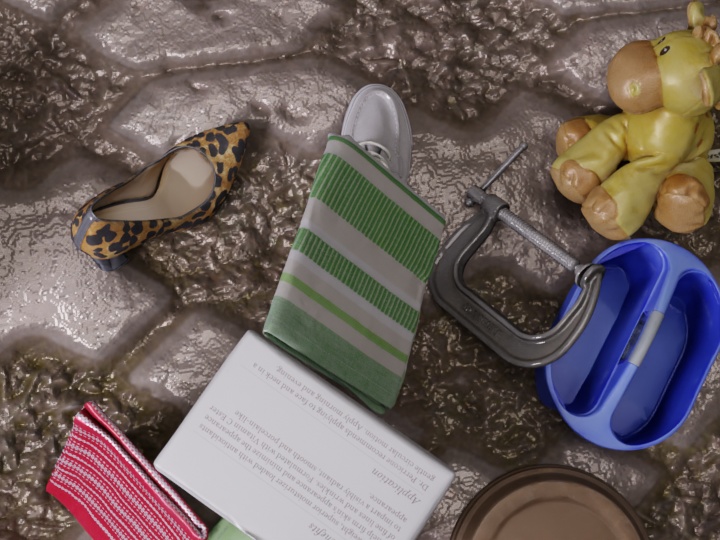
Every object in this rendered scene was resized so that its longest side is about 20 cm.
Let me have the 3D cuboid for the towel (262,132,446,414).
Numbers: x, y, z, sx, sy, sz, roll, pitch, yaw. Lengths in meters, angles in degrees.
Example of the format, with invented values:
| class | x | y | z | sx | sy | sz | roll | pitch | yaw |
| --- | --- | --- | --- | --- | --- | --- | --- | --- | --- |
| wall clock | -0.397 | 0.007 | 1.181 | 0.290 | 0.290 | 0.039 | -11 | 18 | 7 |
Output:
| class | x | y | z | sx | sy | sz | roll | pitch | yaw |
| --- | --- | --- | --- | --- | --- | --- | --- | --- | --- |
| towel | 0.000 | 0.000 | 0.912 | 0.153 | 0.023 | 0.200 | 38 | 56 | -34 |

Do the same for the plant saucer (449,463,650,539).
| class | x | y | z | sx | sy | sz | roll | pitch | yaw |
| --- | --- | --- | --- | --- | --- | --- | --- | --- | --- |
| plant saucer | 0.177 | 0.279 | 0.999 | 0.200 | 0.029 | 0.200 | 1 | 80 | -4 |

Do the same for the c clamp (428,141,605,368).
| class | x | y | z | sx | sy | sz | roll | pitch | yaw |
| --- | --- | --- | --- | --- | --- | --- | --- | --- | --- |
| c clamp | 0.149 | -0.012 | 1.010 | 0.171 | 0.027 | 0.200 | -44 | 53 | 2 |

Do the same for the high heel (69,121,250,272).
| class | x | y | z | sx | sy | sz | roll | pitch | yaw |
| --- | --- | --- | --- | --- | --- | --- | --- | --- | --- |
| high heel | -0.171 | -0.079 | 0.980 | 0.071 | 0.143 | 0.200 | 45 | 79 | 4 |

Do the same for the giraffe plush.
| class | x | y | z | sx | sy | sz | roll | pitch | yaw |
| --- | --- | --- | --- | --- | --- | --- | --- | --- | --- |
| giraffe plush | 0.278 | -0.145 | 0.994 | 0.200 | 0.162 | 0.173 | -20 | 51 | -13 |

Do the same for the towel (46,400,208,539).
| class | x | y | z | sx | sy | sz | roll | pitch | yaw |
| --- | --- | --- | --- | --- | --- | --- | --- | --- | --- |
| towel | -0.199 | 0.196 | 0.905 | 0.145 | 0.200 | 0.022 | 46 | 56 | 5 |

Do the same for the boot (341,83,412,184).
| class | x | y | z | sx | sy | sz | roll | pitch | yaw |
| --- | --- | --- | --- | --- | --- | --- | --- | --- | --- |
| boot | 0.017 | -0.091 | 1.022 | 0.073 | 0.096 | 0.200 | 2 | 79 | -4 |

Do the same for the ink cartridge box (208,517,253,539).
| class | x | y | z | sx | sy | sz | roll | pitch | yaw |
| --- | --- | --- | --- | --- | --- | --- | --- | --- | --- |
| ink cartridge box | -0.071 | 0.311 | 0.955 | 0.200 | 0.059 | 0.104 | 38 | 79 | 3 |

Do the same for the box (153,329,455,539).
| class | x | y | z | sx | sy | sz | roll | pitch | yaw |
| --- | --- | --- | --- | --- | --- | --- | --- | --- | --- |
| box | -0.044 | 0.160 | 0.910 | 0.199 | 0.200 | 0.131 | 35 | 84 | 2 |

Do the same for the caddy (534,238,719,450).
| class | x | y | z | sx | sy | sz | roll | pitch | yaw |
| --- | --- | --- | --- | --- | --- | --- | --- | --- | --- |
| caddy | 0.247 | 0.068 | 1.005 | 0.141 | 0.105 | 0.200 | 29 | 78 | 0 |
